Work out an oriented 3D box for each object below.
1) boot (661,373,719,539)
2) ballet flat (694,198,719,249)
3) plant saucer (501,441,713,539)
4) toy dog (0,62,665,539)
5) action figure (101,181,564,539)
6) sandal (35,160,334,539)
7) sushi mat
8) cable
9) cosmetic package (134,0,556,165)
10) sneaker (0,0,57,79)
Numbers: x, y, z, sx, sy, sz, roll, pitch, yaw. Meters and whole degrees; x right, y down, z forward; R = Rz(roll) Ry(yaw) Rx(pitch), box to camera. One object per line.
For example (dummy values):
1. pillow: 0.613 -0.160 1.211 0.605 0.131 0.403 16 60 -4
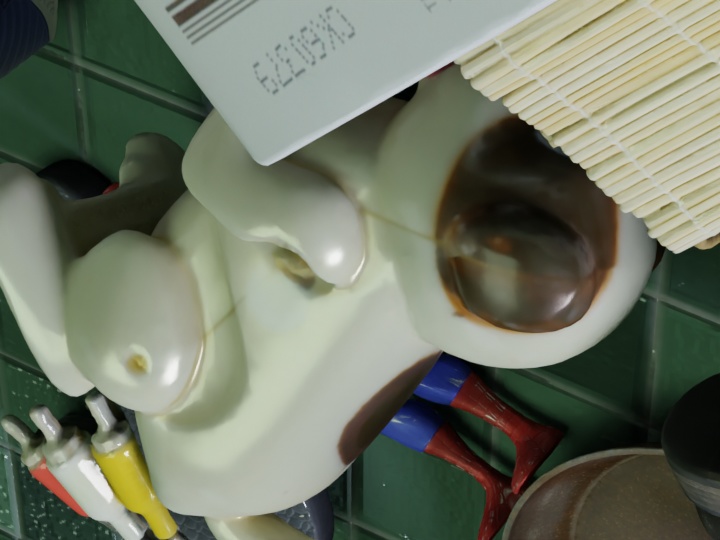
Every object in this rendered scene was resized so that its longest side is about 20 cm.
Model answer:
1. boot: 0.190 0.118 0.806 0.199 0.069 0.175 18 143 42
2. ballet flat: 0.168 -0.043 0.684 0.199 0.068 0.064 -9 93 38
3. plant saucer: 0.145 0.136 0.936 0.199 0.035 0.201 22 137 22
4. toy dog: 0.000 0.000 0.838 0.199 0.139 0.195 -21 81 27
5. action figure: -0.020 0.027 0.966 0.200 0.052 0.066 37 145 10
6. sandal: -0.068 0.040 1.028 0.076 0.043 0.201 -28 95 42
7. sushi mat: 0.121 -0.066 0.628 0.095 0.012 0.199 35 137 -28
8. cable: -0.084 0.129 1.107 0.097 0.050 0.201 -13 116 51
9. cosmetic package: 0.026 -0.165 0.629 0.165 0.200 0.165 51 141 -10
10. sneaker: -0.194 -0.155 0.928 0.115 0.080 0.201 -2 117 45
